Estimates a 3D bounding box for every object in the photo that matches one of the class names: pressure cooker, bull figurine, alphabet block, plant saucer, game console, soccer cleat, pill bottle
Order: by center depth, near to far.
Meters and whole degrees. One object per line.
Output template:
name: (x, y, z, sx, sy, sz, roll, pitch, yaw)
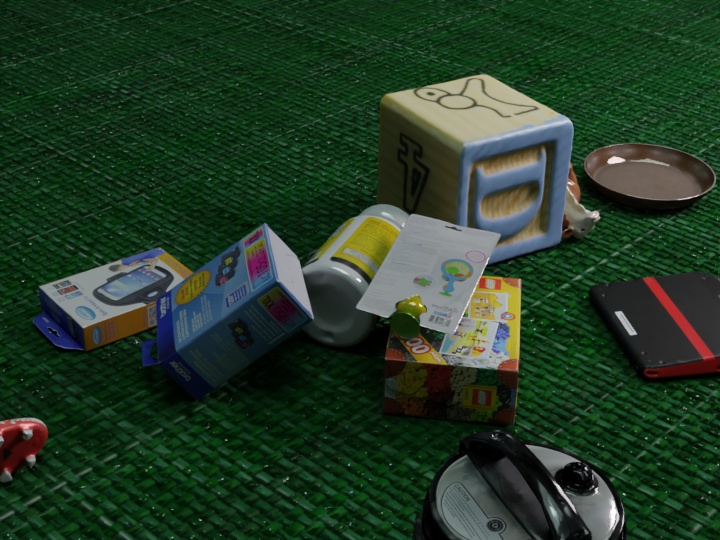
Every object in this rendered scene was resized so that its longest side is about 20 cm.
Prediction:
pressure cooker: (0.133, 0.239, 1.016, 0.175, 0.201, 0.179, 14, 33, 19)
soccer cleat: (-0.417, 0.186, 1.214, 0.200, 0.069, 0.085, -22, 42, -27)
game console: (0.398, 0.067, 1.502, 0.176, 0.031, 0.200, -8, 31, -8)
pill bottle: (0.000, 0.000, 1.506, 0.114, 0.115, 0.200, 13, 32, 19)
alphabet block: (0.154, -0.139, 1.673, 0.195, 0.197, 0.200, -14, 33, -27)
bull figurine: (0.283, -0.127, 1.747, 0.065, 0.122, 0.200, -14, 27, -10)
plant saucer: (0.443, -0.142, 1.855, 0.199, 0.032, 0.200, 1, 29, 0)

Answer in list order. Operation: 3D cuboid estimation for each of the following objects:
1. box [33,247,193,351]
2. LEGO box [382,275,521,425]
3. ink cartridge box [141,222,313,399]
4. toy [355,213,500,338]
box: (-0.305, 0.036, 1.503, 0.200, 0.042, 0.119, -19, 36, -35)
LEGO box: (0.110, 0.085, 1.400, 0.148, 0.077, 0.200, 4, 30, 5)
ink cartridge box: (-0.160, 0.054, 1.382, 0.200, 0.076, 0.137, -36, 31, 11)
toy: (0.081, 0.013, 1.399, 0.115, 0.047, 0.200, 14, 36, 15)
